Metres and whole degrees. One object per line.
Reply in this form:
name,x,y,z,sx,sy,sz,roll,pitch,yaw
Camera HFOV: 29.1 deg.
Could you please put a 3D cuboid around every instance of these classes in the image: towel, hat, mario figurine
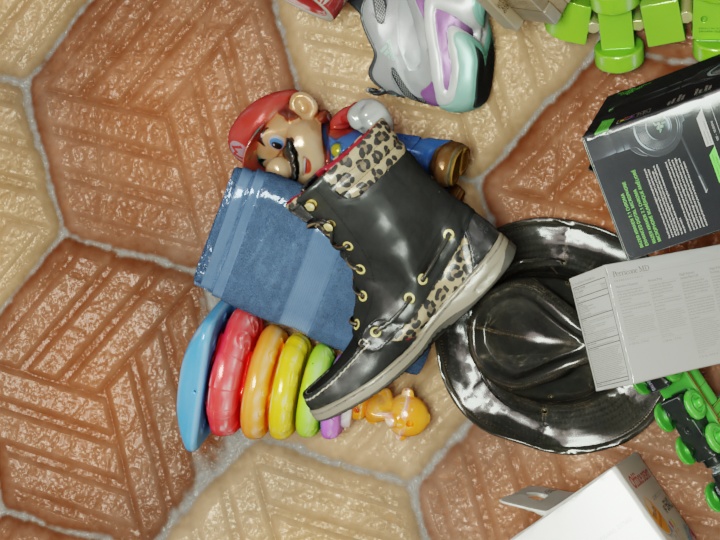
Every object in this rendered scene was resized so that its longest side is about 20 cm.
towel,-0.026,-0.001,1.104,0.198,0.049,0.113,23,105,-2
hat,0.144,0.049,1.064,0.198,0.081,0.203,-1,86,18
mario figurine,-0.019,-0.078,1.115,0.198,0.106,0.125,16,94,17

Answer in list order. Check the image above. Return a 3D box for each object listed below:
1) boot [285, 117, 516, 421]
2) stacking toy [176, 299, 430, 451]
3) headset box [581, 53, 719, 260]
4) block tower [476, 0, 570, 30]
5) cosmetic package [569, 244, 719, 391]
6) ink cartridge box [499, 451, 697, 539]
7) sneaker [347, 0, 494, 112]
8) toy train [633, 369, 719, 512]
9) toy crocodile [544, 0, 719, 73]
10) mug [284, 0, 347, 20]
boot,0.000,0.000,1.040,0.200,0.073,0.151,-41,99,8
stacking toy,-0.039,0.097,1.123,0.197,0.110,0.118,11,107,8
headset box,0.258,-0.096,0.971,0.198,0.174,0.094,-20,100,22
block tower,0.161,-0.279,1.058,0.058,0.054,0.201,23,80,53
cosmetic package,0.247,0.025,0.984,0.198,0.051,0.084,-9,84,-27
ink cartridge box,0.188,0.233,1.015,0.125,0.128,0.201,-36,77,13
sneaker,0.044,-0.234,1.114,0.138,0.078,0.203,9,89,19
toy train,0.251,0.111,1.020,0.042,0.056,0.201,-32,91,43
toy crocodile,0.237,-0.197,1.060,0.197,0.062,0.068,-1,128,18
mug,-0.035,-0.319,1.083,0.176,0.133,0.201,29,90,5
